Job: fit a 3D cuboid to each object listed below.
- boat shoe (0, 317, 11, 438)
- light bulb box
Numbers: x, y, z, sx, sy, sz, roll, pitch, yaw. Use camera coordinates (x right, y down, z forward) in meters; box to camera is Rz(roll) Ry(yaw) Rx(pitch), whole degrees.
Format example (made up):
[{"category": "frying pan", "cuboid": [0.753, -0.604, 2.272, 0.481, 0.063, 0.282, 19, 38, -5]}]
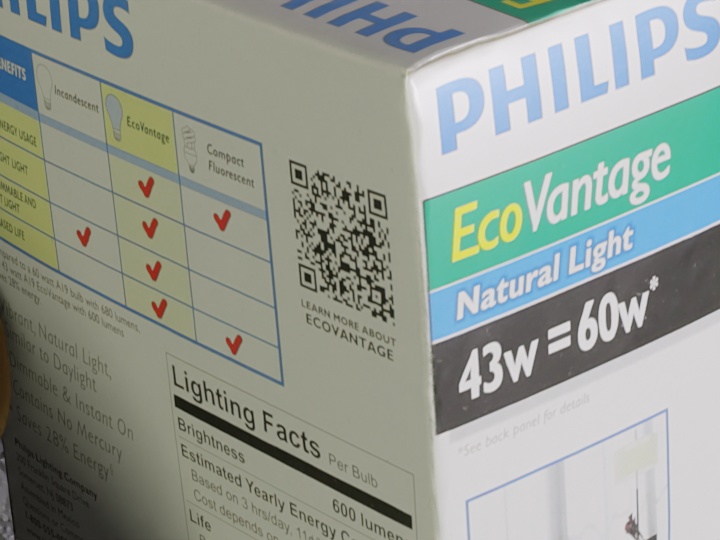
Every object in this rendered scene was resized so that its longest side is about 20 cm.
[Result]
[{"category": "boat shoe", "cuboid": [-0.162, 0.007, 0.748, 0.072, 0.200, 0.072, -13, 134, -38]}, {"category": "light bulb box", "cuboid": [0.000, 0.000, 0.698, 0.125, 0.198, 0.200, -23, 121, -35]}]
